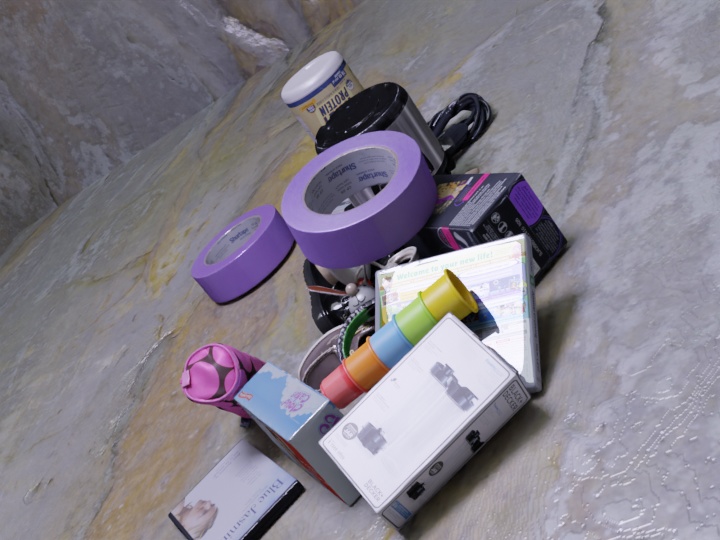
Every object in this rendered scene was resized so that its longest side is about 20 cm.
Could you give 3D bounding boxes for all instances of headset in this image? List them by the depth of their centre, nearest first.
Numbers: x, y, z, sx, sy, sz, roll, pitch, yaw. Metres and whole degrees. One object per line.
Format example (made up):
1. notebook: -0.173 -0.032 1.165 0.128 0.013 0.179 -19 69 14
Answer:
1. headset: 0.063 0.066 1.239 0.198 0.094 0.124 -26 54 1

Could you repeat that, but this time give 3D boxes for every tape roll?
1. tape roll: -0.002 -0.095 1.341 0.198 0.066 0.201 -18 37 14
2. tape roll: -0.221 -0.033 1.928 0.199 0.066 0.201 -33 23 16

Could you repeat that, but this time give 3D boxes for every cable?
1. cable: 0.146 -0.236 1.805 0.200 0.051 0.163 -50 19 -18

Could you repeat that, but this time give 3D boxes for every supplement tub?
1. supplement tub: -0.047 -0.311 2.029 0.143 0.201 0.145 -32 23 15

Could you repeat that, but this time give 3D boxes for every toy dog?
1. toy dog: -0.021 -0.016 1.379 0.132 0.096 0.200 -51 26 -8

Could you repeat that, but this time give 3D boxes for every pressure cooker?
1. pressure cooker: 0.046 -0.172 1.621 0.174 0.201 0.179 -8 38 43

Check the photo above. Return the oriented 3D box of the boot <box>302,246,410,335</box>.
1. boot: 0.002 0.002 1.514 0.157 0.079 0.212 -39 31 15

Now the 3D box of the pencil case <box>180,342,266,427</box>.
1. pencil case: -0.174 0.152 1.374 0.092 0.200 0.092 -1 74 11

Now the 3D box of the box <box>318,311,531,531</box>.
1. box: 0.068 0.156 1.076 0.200 0.060 0.117 -45 50 -4

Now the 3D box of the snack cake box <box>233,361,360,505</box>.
1. snack cake box: -0.064 0.188 1.217 0.067 0.115 0.199 -44 23 -13

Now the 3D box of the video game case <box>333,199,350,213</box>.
1. video game case: -0.013 -0.135 1.885 0.142 0.018 0.201 -11 35 50

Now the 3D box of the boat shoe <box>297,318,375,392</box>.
1. boat shoe: 0.005 0.102 1.338 0.198 0.072 0.060 -31 20 4

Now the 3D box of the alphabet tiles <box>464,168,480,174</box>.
1. alphabet tiles: 0.089 -0.090 1.518 0.198 0.015 0.195 -25 -7 -32

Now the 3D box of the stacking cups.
1. stacking cups: 0.040 0.082 1.159 0.200 0.060 0.061 -41 21 17

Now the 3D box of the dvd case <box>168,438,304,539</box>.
1. dvd case: -0.161 0.292 1.297 0.143 0.018 0.199 -44 23 -15

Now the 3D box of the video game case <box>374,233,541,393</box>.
1. video game case: 0.105 0.064 1.168 0.198 0.022 0.184 -14 60 28

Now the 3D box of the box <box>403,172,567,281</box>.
1. box: 0.147 -0.047 1.330 0.106 0.123 0.199 -46 23 -18
